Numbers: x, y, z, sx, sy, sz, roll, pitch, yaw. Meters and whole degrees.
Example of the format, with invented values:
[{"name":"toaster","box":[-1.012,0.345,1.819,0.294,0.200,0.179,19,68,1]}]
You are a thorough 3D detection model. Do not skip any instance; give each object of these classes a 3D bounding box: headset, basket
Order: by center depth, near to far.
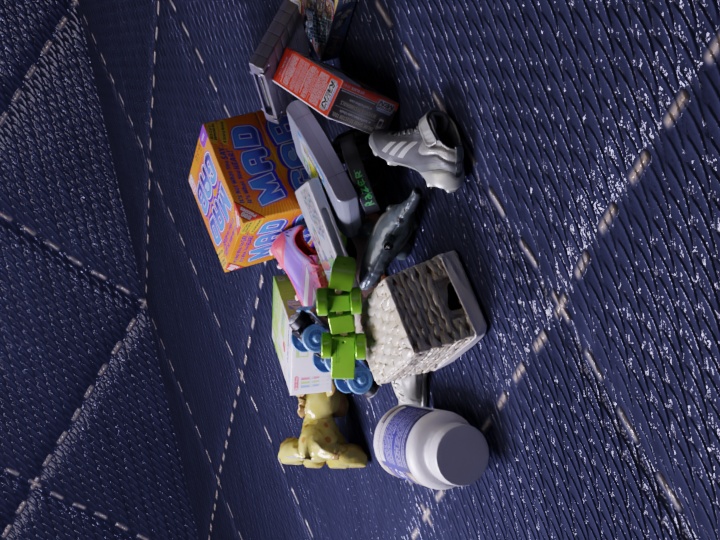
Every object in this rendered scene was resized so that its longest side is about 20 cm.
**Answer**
[{"name":"basket","box":[0.080,0.076,1.606,0.137,0.122,0.200,68,157,14]},{"name":"headset","box":[-0.016,-0.160,1.689,0.200,0.093,0.124,-97,-13,-63]}]

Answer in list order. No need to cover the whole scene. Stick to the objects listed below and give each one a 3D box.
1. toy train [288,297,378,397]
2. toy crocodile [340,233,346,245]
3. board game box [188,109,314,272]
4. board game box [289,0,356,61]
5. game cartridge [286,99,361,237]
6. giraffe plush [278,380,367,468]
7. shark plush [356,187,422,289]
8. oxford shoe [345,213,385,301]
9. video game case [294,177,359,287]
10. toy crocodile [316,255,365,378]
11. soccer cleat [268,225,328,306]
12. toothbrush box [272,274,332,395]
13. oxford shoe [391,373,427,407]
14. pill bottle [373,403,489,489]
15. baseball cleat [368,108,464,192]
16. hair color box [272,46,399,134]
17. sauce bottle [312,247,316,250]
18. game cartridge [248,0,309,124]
[{"name":"toy train","box":[-0.029,0.123,1.824,0.200,0.114,0.087,44,161,-15]},{"name":"toy crocodile","box":[-0.018,0.015,1.891,0.067,0.061,0.202,25,132,62]},{"name":"board game box","box":[-0.172,-0.149,1.946,0.201,0.198,0.200,66,156,17]},{"name":"board game box","box":[-0.054,-0.443,1.688,0.136,0.034,0.200,65,156,22]},{"name":"game cartridge","box":[-0.058,-0.160,1.671,0.201,0.040,0.134,61,168,26]},{"name":"giraffe plush","box":[-0.079,0.292,2.104,0.200,0.171,0.164,37,-127,-63]},{"name":"shark plush","box":[0.056,-0.049,1.637,0.091,0.084,0.200,38,136,-12]},{"name":"oxford shoe","box":[0.000,0.000,1.807,0.071,0.072,0.201,45,144,50]},{"name":"video game case","box":[-0.056,-0.053,1.737,0.200,0.024,0.183,177,71,-81]},{"name":"toy crocodile","box":[-0.028,0.075,1.608,0.062,0.067,0.202,-90,-4,-61]},{"name":"soccer cleat","box":[-0.081,0.017,1.884,0.076,0.067,0.201,-35,85,26]},{"name":"toothbrush box","box":[-0.111,0.118,2.065,0.200,0.085,0.147,-117,26,-55]},{"name":"oxford shoe","box":[0.075,0.182,1.778,0.075,0.057,0.201,51,150,38]},{"name":"pill bottle","box":[0.111,0.272,1.671,0.200,0.119,0.121,-5,100,68]},{"name":"baseball cleat","box":[0.083,-0.184,1.518,0.200,0.069,0.107,34,129,44]},{"name":"hair color box","box":[-0.041,-0.273,1.657,0.200,0.110,0.064,43,111,51]},{"name":"sauce bottle","box":[-0.074,0.026,2.009,0.065,0.064,0.200,96,150,-43]},{"name":"game cartridge","box":[-0.129,-0.337,1.764,0.200,0.038,0.131,80,-149,-72]}]
